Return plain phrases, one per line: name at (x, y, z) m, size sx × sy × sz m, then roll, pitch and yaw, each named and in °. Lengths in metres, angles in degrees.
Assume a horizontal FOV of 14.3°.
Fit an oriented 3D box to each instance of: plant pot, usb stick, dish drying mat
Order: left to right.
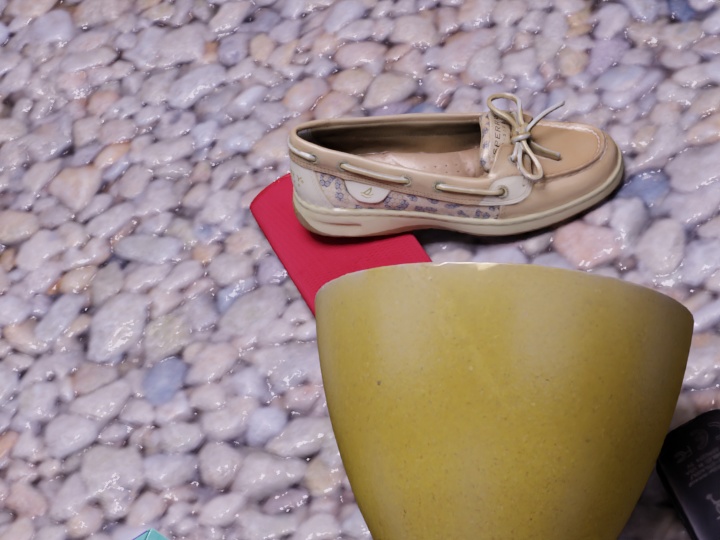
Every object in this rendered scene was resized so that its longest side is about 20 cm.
dish drying mat at (0.000, 0.000, 1.703) m, size 0.077 × 0.018 × 0.200 m, roll -28°, pitch 44°, yaw -5°
plant pot at (0.069, 0.090, 1.480) m, size 0.199 × 0.200 × 0.143 m, roll -2°, pitch 73°, yaw 22°
usb stick at (0.205, 0.149, 1.457) m, size 0.055 × 0.033 × 0.200 m, roll -29°, pitch 43°, yaw 4°

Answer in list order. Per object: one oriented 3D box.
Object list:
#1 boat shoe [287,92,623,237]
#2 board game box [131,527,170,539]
boat shoe at (0.056, -0.064, 1.694) m, size 0.199 × 0.063 × 0.074 m, roll -8°, pitch 41°, yaw 1°
board game box at (-0.161, 0.243, 1.449) m, size 0.152 × 0.045 × 0.201 m, roll -34°, pitch 28°, yaw 47°
